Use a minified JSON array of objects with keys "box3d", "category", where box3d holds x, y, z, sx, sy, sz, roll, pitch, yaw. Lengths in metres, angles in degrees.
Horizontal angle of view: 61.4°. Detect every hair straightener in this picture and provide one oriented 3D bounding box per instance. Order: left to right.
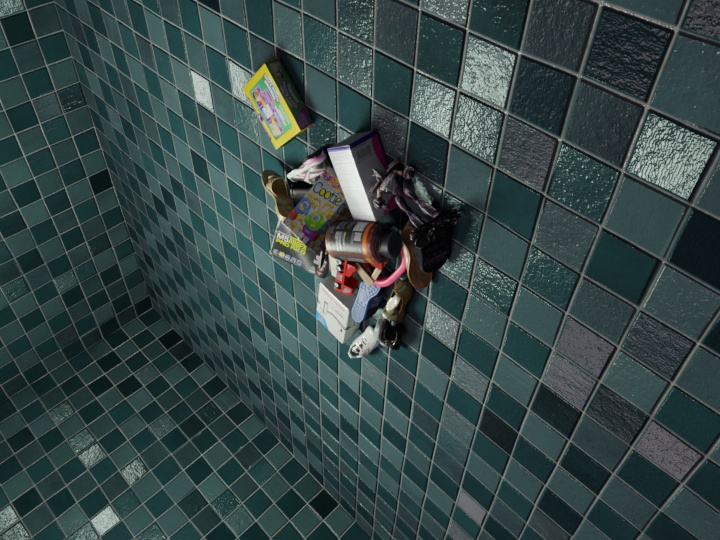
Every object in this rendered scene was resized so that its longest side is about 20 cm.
[{"box3d":[-0.118,-0.091,1.815,0.075,0.041,0.203,10,129,12],"category":"hair straightener"}]

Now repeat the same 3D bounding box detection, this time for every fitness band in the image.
[{"box3d":[0.063,-0.037,1.698,0.144,0.037,0.200,46,138,2],"category":"fitness band"}]

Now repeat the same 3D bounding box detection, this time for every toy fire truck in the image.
[{"box3d":[0.000,0.000,1.708,0.139,0.049,0.203,24,135,15],"category":"toy fire truck"}]

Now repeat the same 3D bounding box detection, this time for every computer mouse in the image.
[{"box3d":[0.174,-0.071,1.482,0.053,0.136,0.202,57,167,32],"category":"computer mouse"}]

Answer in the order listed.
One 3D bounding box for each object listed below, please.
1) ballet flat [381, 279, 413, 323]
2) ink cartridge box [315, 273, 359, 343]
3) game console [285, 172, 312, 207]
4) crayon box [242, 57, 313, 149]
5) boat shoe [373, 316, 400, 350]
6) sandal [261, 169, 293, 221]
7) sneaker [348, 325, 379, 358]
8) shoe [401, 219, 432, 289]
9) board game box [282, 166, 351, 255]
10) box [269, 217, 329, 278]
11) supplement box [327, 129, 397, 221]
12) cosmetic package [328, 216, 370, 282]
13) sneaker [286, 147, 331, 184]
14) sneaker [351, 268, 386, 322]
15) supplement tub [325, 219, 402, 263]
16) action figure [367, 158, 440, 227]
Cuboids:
[{"box3d":[0.100,0.104,1.775,0.068,0.072,0.201,45,148,17],"category":"ballet flat"},{"box3d":[-0.069,0.122,2.020,0.146,0.084,0.202,41,147,23],"category":"ink cartridge box"},{"box3d":[-0.157,-0.196,1.911,0.172,0.117,0.203,3,128,17],"category":"game console"},{"box3d":[-0.236,-0.470,1.725,0.171,0.058,0.203,-15,107,57],"category":"crayon box"},{"box3d":[0.090,0.195,1.853,0.070,0.073,0.200,21,168,18],"category":"boat shoe"},{"box3d":[-0.244,-0.253,1.854,0.215,0.076,0.070,67,150,30],"category":"sandal"},{"box3d":[0.013,0.247,2.035,0.072,0.072,0.201,50,148,11],"category":"sneaker"},{"box3d":[0.149,-0.042,1.596,0.068,0.054,0.203,-9,124,8],"category":"shoe"},{"box3d":[-0.100,-0.161,1.662,0.103,0.201,0.105,41,-178,21],"category":"board game box"},{"box3d":[-0.174,-0.081,1.899,0.196,0.045,0.162,25,131,0],"category":"box"},{"box3d":[0.011,-0.239,1.550,0.102,0.100,0.204,7,124,52],"category":"supplement box"},{"box3d":[-0.036,-0.068,1.790,0.102,0.087,0.203,27,138,34],"category":"cosmetic package"},{"box3d":[-0.145,-0.280,1.761,0.087,0.080,0.199,52,157,-15],"category":"sneaker"},{"box3d":[0.038,0.068,1.843,0.070,0.077,0.202,43,126,23],"category":"sneaker"},{"box3d":[0.010,-0.074,1.578,0.197,0.107,0.109,8,126,37],"category":"supplement tub"},{"box3d":[0.102,-0.184,1.478,0.199,0.069,0.131,42,104,1],"category":"action figure"}]
